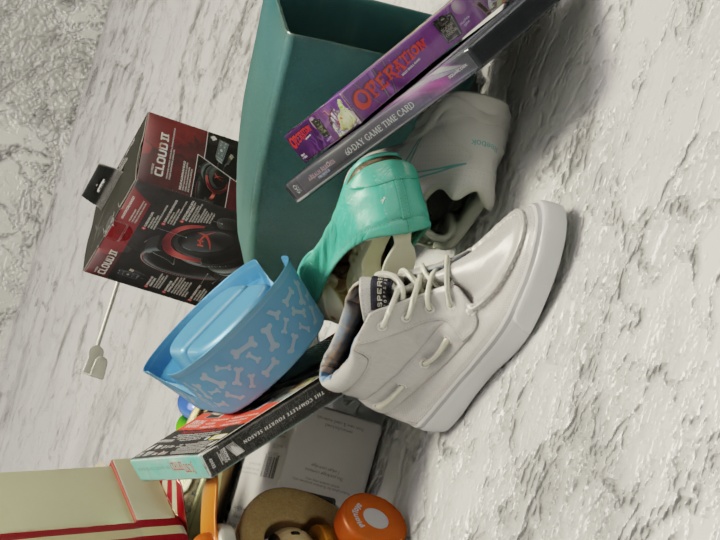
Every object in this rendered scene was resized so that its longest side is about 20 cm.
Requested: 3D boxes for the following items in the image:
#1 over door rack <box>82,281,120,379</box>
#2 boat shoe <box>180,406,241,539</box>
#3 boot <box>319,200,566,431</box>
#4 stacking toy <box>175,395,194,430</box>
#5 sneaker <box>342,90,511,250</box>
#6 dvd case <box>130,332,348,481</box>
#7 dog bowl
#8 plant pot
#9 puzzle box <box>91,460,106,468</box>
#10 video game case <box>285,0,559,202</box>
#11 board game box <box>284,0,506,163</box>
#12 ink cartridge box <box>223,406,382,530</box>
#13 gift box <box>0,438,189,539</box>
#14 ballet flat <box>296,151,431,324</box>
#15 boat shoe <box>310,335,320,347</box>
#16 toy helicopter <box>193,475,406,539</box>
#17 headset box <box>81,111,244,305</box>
[{"bbox_3d":[-0.154,0.025,1.928,0.067,0.147,0.201,151,135,-66],"label":"over door rack"},{"bbox_3d":[-0.110,0.105,1.622,0.073,0.062,0.201,68,-142,-77],"label":"boat shoe"},{"bbox_3d":[0.045,0.023,1.350,0.074,0.095,0.200,-90,23,-46],"label":"boot"},{"bbox_3d":[-0.128,0.142,1.852,0.085,0.085,0.201,-133,58,-72],"label":"stacking toy"},{"bbox_3d":[0.037,-0.048,1.503,0.200,0.070,0.081,136,143,-57],"label":"sneaker"},{"bbox_3d":[-0.048,0.083,1.479,0.200,0.022,0.146,-32,7,-24],"label":"dvd case"},{"bbox_3d":[-0.084,0.047,1.502,0.112,0.050,0.200,-46,11,-12],"label":"dog bowl"},{"bbox_3d":[-0.021,-0.091,1.633,0.141,0.141,0.201,-108,33,-64],"label":"plant pot"},{"bbox_3d":[-0.175,0.225,1.812,0.025,0.133,0.200,-36,8,-9],"label":"puzzle box"},{"bbox_3d":[0.048,-0.123,1.426,0.200,0.019,0.143,-33,7,46],"label":"video game case"},{"bbox_3d":[0.044,-0.152,1.475,0.200,0.032,0.120,-41,9,-22],"label":"board game box"},{"bbox_3d":[-0.056,0.195,1.557,0.116,0.068,0.201,172,115,-73],"label":"ink cartridge box"},{"bbox_3d":[-0.203,0.232,1.539,0.200,0.186,0.185,65,144,40],"label":"gift box"},{"bbox_3d":[0.000,0.000,1.463,0.200,0.067,0.071,115,142,-58],"label":"ballet flat"},{"bbox_3d":[-0.076,0.128,1.689,0.086,0.074,0.203,-112,40,-67],"label":"boat shoe"},{"bbox_3d":[-0.056,0.205,1.377,0.079,0.132,0.200,-61,6,35],"label":"toy helicopter"},{"bbox_3d":[-0.131,-0.041,1.826,0.149,0.199,0.075,127,155,-51],"label":"headset box"}]
